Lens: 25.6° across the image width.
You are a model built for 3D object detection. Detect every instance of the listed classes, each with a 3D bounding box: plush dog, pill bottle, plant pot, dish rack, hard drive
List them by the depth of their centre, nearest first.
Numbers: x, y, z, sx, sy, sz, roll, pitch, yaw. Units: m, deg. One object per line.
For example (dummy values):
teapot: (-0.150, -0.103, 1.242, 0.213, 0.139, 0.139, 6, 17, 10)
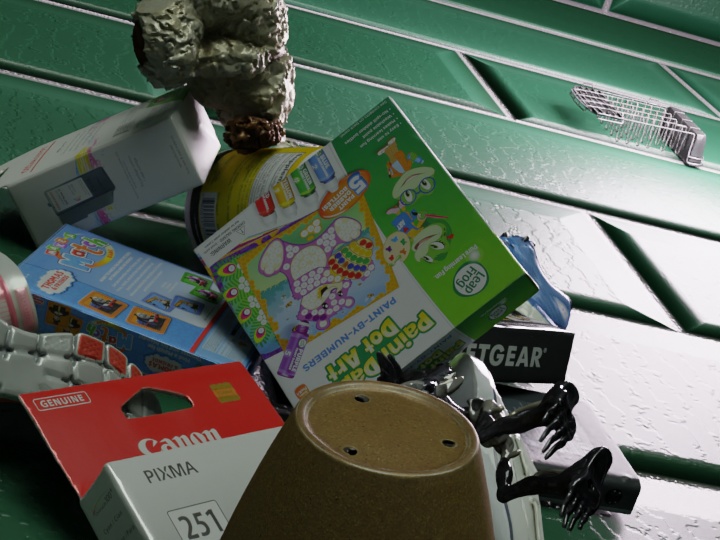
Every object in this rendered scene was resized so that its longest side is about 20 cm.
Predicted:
plant pot: (-0.002, 0.165, 0.812, 0.185, 0.201, 0.187, 9, 22, -4)
hard drive: (0.107, 0.130, 1.255, 0.199, 0.033, 0.140, 12, 22, -18)
pill bottle: (-0.049, -0.049, 1.360, 0.114, 0.115, 0.199, -3, 5, -44)
plush dog: (-0.106, -0.195, 1.363, 0.160, 0.172, 0.200, -15, 38, 1)
dish rack: (0.408, -0.222, 2.360, 0.199, 0.055, 0.154, 12, 20, -13)

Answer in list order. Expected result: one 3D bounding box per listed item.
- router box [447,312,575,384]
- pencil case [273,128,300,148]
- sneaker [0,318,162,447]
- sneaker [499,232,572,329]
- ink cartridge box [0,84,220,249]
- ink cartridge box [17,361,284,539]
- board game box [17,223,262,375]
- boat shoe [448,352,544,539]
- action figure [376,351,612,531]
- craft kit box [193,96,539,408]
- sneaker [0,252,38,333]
router box: (0.059, 0.051, 1.313, 0.149, 0.051, 0.199, 18, 8, 43)
pencil case: (-0.015, -0.057, 1.538, 0.199, 0.090, 0.078, 27, 37, 18)
sneaker: (-0.222, 0.079, 1.047, 0.200, 0.082, 0.077, 31, 54, -31)
sneaker: (0.110, -0.002, 1.458, 0.200, 0.079, 0.089, 41, 48, 1)
ink cartridge box: (-0.229, -0.083, 1.375, 0.199, 0.068, 0.117, -21, 18, 11)
ink cartridge box: (-0.094, 0.123, 1.014, 0.199, 0.045, 0.177, -6, 53, -48)
board game box: (-0.171, 0.032, 1.260, 0.199, 0.037, 0.151, 21, 21, 3)
boat shoe: (0.094, 0.145, 1.123, 0.065, 0.072, 0.200, 24, 32, -25)
action figure: (0.056, 0.114, 1.024, 0.199, 0.119, 0.102, -3, 23, 44)
craft kit box: (0.000, 0.000, 1.204, 0.198, 0.200, 0.049, 54, 5, 27)
sneaker: (-0.307, 0.020, 1.119, 0.104, 0.076, 0.200, -23, 22, -24)
